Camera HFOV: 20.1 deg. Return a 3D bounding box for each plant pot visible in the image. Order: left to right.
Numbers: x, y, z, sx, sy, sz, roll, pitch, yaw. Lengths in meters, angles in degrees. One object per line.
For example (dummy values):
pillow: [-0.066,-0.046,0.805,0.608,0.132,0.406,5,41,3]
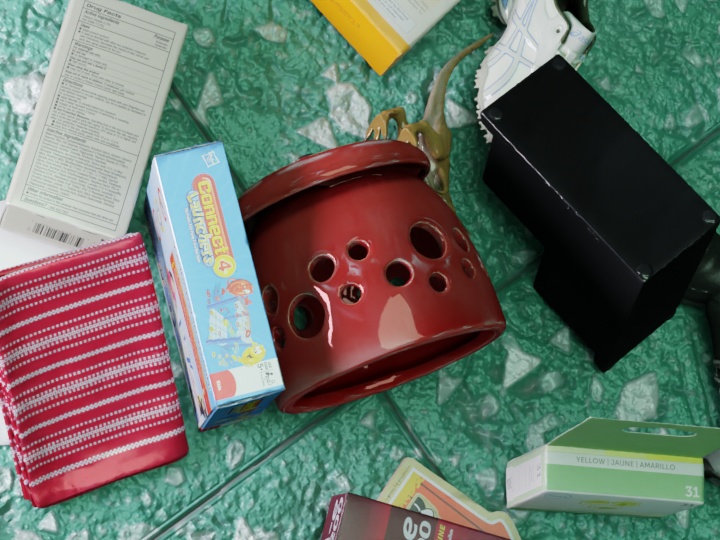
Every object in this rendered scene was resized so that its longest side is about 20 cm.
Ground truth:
plant pot: [0.000,0.000,1.659,0.199,0.200,0.183,-15,80,-17]

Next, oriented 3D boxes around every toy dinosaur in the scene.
toy dinosaur: [0.061,-0.120,1.781,0.106,0.060,0.201,13,75,-46]

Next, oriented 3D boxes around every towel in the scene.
towel: [-0.222,0.082,1.633,0.144,0.022,0.201,-17,110,-18]

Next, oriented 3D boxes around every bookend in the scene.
bookend: [0.190,-0.044,1.739,0.092,0.200,0.199,-37,72,-18]

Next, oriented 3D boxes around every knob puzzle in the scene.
knob puzzle: [0.073,0.285,1.708,0.218,0.030,0.221,3,78,-14]

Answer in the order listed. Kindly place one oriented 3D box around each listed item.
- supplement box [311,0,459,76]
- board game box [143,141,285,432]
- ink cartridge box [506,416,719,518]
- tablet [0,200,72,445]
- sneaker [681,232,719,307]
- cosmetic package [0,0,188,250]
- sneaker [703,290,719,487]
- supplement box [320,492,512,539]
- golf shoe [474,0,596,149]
supplement box: [0.050,-0.287,1.793,0.126,0.074,0.200,46,72,-2]
board game box: [-0.120,0.018,1.621,0.056,0.196,0.201,-13,83,-11]
ink cartridge box: [0.219,0.166,1.681,0.145,0.200,0.048,6,75,-14]
tablet: [-0.257,0.036,1.679,0.129,0.014,0.201,-10,82,-17]
sneaker: [0.267,-0.041,1.797,0.200,0.082,0.073,38,69,-6]
cosmetic package: [-0.221,-0.120,1.681,0.103,0.073,0.201,19,70,-10]
sneaker: [0.331,0.126,1.780,0.115,0.075,0.201,-31,96,-14]
supplement box: [0.062,0.260,1.662,0.199,0.061,0.109,17,76,-10]
golf shoe: [0.160,-0.187,1.782,0.078,0.097,0.201,16,76,-41]
